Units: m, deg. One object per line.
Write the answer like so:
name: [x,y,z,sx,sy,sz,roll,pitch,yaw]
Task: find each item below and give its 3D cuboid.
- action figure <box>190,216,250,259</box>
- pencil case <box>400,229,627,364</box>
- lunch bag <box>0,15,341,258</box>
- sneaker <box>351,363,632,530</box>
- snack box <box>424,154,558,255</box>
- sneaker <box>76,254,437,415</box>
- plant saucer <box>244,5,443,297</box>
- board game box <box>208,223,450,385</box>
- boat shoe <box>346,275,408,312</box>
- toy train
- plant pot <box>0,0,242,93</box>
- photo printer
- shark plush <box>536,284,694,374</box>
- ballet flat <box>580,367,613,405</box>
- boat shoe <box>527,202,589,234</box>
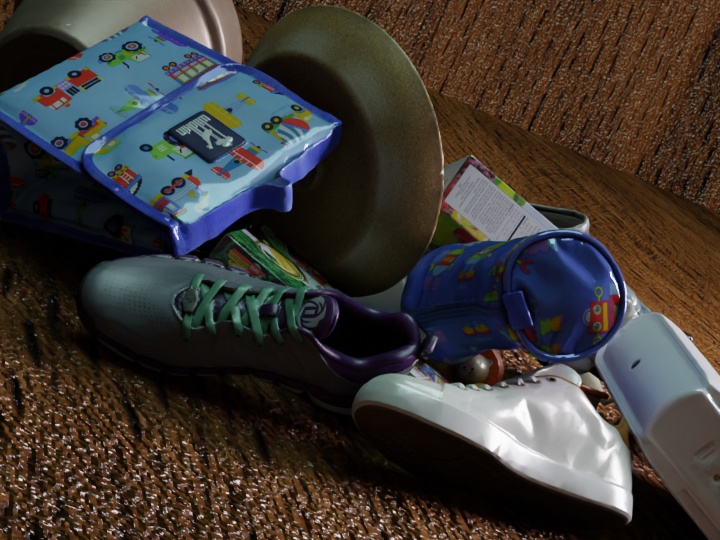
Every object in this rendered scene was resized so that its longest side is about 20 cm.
action figure: [-0.103,-0.026,1.193,0.200,0.055,0.118,24,9,-26]
pencil case: [0.086,0.019,1.005,0.087,0.078,0.200,-22,4,-18]
lunch bag: [-0.120,-0.072,1.041,0.200,0.094,0.150,24,44,34]
sneaker: [0.079,0.086,0.950,0.200,0.085,0.073,25,-29,-31]
snack box: [0.082,-0.006,1.193,0.142,0.053,0.200,40,-18,-11]
sneaker: [-0.057,0.022,0.916,0.200,0.075,0.088,14,-27,-15]
plant saucer: [-0.030,-0.076,1.087,0.200,0.201,0.035,33,33,34]
board game box: [-0.004,0.043,1.032,0.200,0.023,0.105,40,12,3]
boat shoe: [0.000,0.000,1.158,0.057,0.069,0.200,27,26,-50]
toy train: [0.107,0.075,1.158,0.200,0.056,0.150,26,12,5]
plant pot: [-0.218,-0.168,1.318,0.200,0.201,0.175,26,31,4]
photo printer: [0.232,0.117,1.076,0.166,0.069,0.200,51,8,-11]
shark plush: [0.230,0.053,1.207,0.200,0.091,0.083,25,27,16]
ballet flat: [0.220,0.090,1.265,0.200,0.073,0.073,41,17,19]
boat shoe: [0.087,-0.039,1.311,0.199,0.064,0.071,8,39,8]
